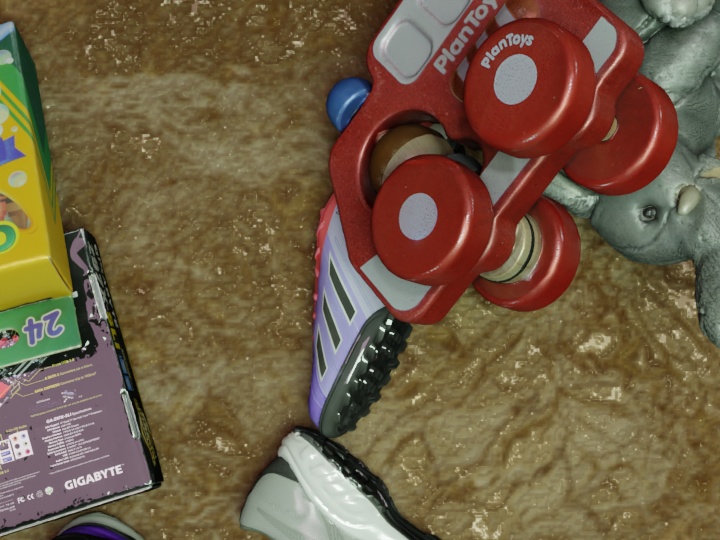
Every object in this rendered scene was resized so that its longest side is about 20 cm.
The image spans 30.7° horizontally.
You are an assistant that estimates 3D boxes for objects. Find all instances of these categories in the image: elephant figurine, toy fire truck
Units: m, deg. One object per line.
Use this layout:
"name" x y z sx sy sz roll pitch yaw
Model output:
"elephant figurine" 0.164 -0.067 0.754 0.141 0.155 0.201 21 83 -2
"toy fire truck" 0.057 -0.080 0.708 0.200 0.112 0.168 -53 52 19

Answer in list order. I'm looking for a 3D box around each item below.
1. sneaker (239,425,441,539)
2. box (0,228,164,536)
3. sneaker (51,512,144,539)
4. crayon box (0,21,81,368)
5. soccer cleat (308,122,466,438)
"sneaker" 0.014 0.183 0.767 0.200 0.074 0.079 43 93 9
"box" -0.233 0.081 0.776 0.199 0.049 0.161 -18 82 -4
"sneaker" -0.101 0.214 0.738 0.200 0.100 0.070 32 86 2
"crayon box" -0.240 -0.038 0.754 0.125 0.052 0.201 -15 64 -3
"soccer cleat" 0.000 0.000 0.790 0.073 0.068 0.201 18 83 17
